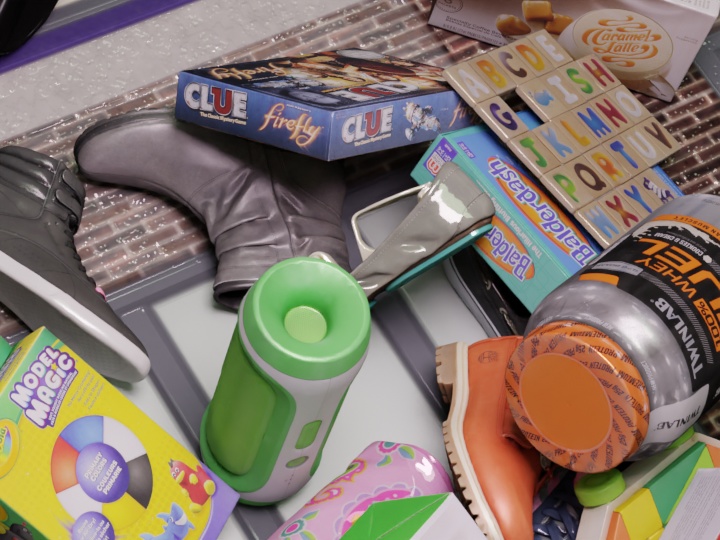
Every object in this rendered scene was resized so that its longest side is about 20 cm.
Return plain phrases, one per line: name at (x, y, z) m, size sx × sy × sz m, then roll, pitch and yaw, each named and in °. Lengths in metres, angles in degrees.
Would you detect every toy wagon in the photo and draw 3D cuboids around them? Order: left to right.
toy wagon at (0.187, 0.195, 1.506) m, size 0.200 × 0.039 × 0.156 m, roll -34°, pitch 111°, yaw -32°

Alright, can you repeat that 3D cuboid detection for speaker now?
speaker at (-0.050, 0.074, 1.477) m, size 0.088 × 0.200 × 0.089 m, roll 6°, pitch 58°, yaw -10°

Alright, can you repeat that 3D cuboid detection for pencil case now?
pencil case at (-0.023, 0.191, 1.487) m, size 0.087 × 0.088 × 0.200 m, roll 42°, pitch 58°, yaw 12°

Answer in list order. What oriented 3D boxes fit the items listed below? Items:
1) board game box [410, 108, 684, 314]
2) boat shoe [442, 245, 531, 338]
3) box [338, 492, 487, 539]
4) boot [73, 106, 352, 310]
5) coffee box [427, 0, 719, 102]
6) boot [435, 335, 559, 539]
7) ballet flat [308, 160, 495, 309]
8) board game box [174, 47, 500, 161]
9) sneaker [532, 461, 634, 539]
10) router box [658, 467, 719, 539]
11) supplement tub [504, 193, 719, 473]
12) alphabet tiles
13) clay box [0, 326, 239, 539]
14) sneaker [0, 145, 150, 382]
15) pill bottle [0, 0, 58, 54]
board game box at (0.148, -0.045, 1.648) m, size 0.152 × 0.045 × 0.199 m, roll 50°, pitch 36°, yaw 17°
boat shoe at (0.127, 0.038, 1.629) m, size 0.068 × 0.057 × 0.200 m, roll -29°, pitch 70°, yaw -28°
box at (0.020, 0.266, 1.400) m, size 0.200 × 0.096 × 0.177 m, roll -44°, pitch 105°, yaw -30°
boot at (-0.099, -0.038, 1.615) m, size 0.198 × 0.070 × 0.133 m, roll 1°, pitch 64°, yaw -8°
coffee box at (0.163, -0.216, 1.758) m, size 0.199 × 0.115 × 0.080 m, roll 18°, pitch 56°, yaw -4°
boot at (0.108, 0.110, 1.524) m, size 0.106 × 0.075 × 0.201 m, roll -11°, pitch 39°, yaw 7°
ballet flat at (0.000, 0.000, 1.570) m, size 0.200 × 0.067 × 0.064 m, roll -38°, pitch 86°, yaw 9°
board game box at (-0.012, -0.118, 1.614) m, size 0.135 × 0.035 × 0.199 m, roll 17°, pitch 19°, yaw 33°
sneaker at (0.134, 0.163, 1.537) m, size 0.070 × 0.082 × 0.200 m, roll 37°, pitch 57°, yaw 20°
router box at (0.232, 0.257, 1.471) m, size 0.180 × 0.049 × 0.200 m, roll 53°, pitch 54°, yaw -26°
supplement tub at (0.184, 0.041, 1.493) m, size 0.122 × 0.123 × 0.200 m, roll 42°, pitch 44°, yaw 12°
alphabet tiles at (0.159, -0.101, 1.667) m, size 0.167 × 0.008 × 0.200 m, roll 47°, pitch 32°, yaw 10°
clay box at (-0.180, 0.127, 1.456) m, size 0.200 × 0.047 × 0.115 m, roll 43°, pitch 51°, yaw -18°
sneaker at (-0.199, -0.013, 1.568) m, size 0.199 × 0.071 × 0.099 m, roll 36°, pitch 62°, yaw 13°
pill bottle at (-0.308, -0.250, 1.660) m, size 0.199 × 0.112 × 0.112 m, roll 33°, pitch 57°, yaw 8°
